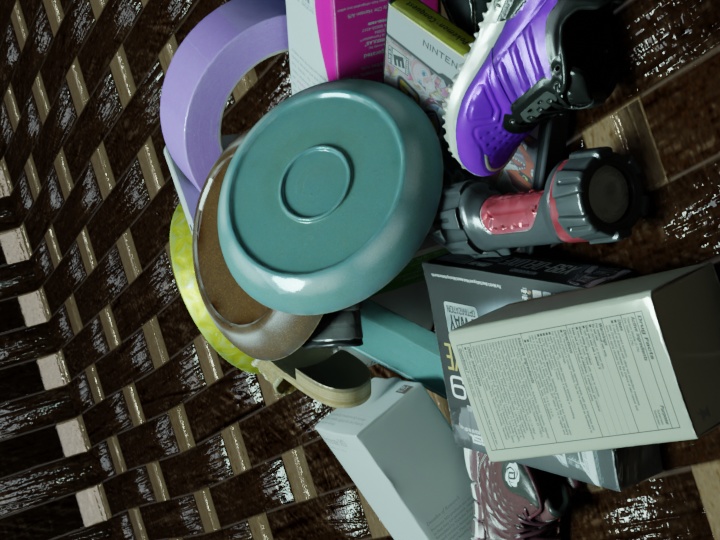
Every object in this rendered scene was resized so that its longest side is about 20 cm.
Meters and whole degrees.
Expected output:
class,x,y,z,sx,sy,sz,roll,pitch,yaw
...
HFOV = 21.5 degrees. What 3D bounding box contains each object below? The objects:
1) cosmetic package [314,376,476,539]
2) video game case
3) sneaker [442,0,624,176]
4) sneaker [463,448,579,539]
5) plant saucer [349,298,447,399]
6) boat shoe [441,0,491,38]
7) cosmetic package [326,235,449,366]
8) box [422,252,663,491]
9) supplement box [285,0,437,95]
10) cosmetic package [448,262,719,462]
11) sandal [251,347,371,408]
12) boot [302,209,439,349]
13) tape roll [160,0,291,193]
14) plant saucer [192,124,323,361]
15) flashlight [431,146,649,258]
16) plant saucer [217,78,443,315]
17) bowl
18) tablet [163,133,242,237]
class,x,y,z,sx,sy,sz,roll,pitch,yaw
cosmetic package,0.059,0.194,1.669,0.201,0.081,0.113,53,163,-10
video game case,0.083,-0.092,1.491,0.180,0.025,0.201,39,143,32
sneaker,0.126,-0.133,1.321,0.099,0.069,0.201,42,133,27
sneaker,0.141,0.217,1.571,0.115,0.075,0.202,3,107,66
plant saucer,0.040,0.069,1.627,0.199,0.019,0.070,28,147,6
boat shoe,0.053,-0.261,1.455,0.074,0.066,0.201,8,114,66
cosmetic package,0.016,0.003,1.694,0.085,0.107,0.200,62,158,25
box,0.137,0.071,1.453,0.199,0.050,0.159,11,115,54
supplement box,0.001,-0.184,1.601,0.101,0.103,0.201,46,145,50
cosmetic package,0.162,0.066,1.306,0.199,0.073,0.104,-13,98,49
sandal,-0.063,0.087,1.707,0.211,0.077,0.070,35,135,46
boot,0.000,0.000,1.543,0.199,0.069,0.133,1,87,52
tape roll,-0.075,-0.143,1.689,0.066,0.199,0.201,-134,34,-53
plant saucer,-0.087,-0.026,1.578,0.199,0.032,0.202,-4,85,52
flashlight,0.123,-0.048,1.384,0.199,0.068,0.068,-3,77,58
plant saucer,-0.031,-0.064,1.485,0.027,0.200,0.201,40,-163,-56
bowl,-0.092,-0.006,1.938,0.107,0.200,0.202,-23,81,27
tablet,-0.084,-0.070,1.782,0.014,0.199,0.131,-32,74,48
